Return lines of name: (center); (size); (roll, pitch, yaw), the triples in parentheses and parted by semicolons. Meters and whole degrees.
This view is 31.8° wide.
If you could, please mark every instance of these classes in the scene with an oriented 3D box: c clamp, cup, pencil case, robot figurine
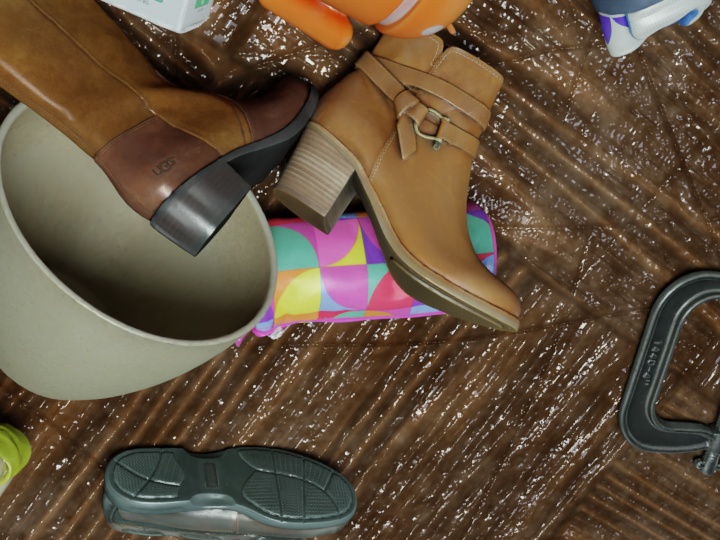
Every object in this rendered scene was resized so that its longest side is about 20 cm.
c clamp: (0.306, 0.091, 1.090); (0.168, 0.027, 0.203); (1, 116, -12)
cup: (-0.173, 0.004, 0.823); (0.198, 0.202, 0.143); (26, 128, -26)
pencil case: (0.000, 0.000, 0.919); (0.197, 0.089, 0.090); (-7, 117, -13)
robot figurine: (0.002, -0.222, 0.794); (0.198, 0.116, 0.146); (23, 83, -25)

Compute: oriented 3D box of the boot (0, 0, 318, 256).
boot: (-0.137, -0.125, 0.815); (0.199, 0.189, 0.068); (41, 140, -4)

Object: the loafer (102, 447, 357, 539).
loafer: (-0.104, 0.181, 0.991); (0.197, 0.072, 0.063); (8, 132, -13)

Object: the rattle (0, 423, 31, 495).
rattle: (-0.333, 0.168, 0.908); (0.142, 0.131, 0.200); (28, 131, -15)

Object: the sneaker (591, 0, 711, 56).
sneaker: (0.163, -0.217, 0.865); (0.197, 0.081, 0.149); (-8, 113, -19)

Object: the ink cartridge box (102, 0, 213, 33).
ink cartridge box: (-0.140, -0.260, 0.721); (0.159, 0.050, 0.202); (24, 119, 9)

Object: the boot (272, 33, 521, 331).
boot: (0.057, -0.065, 0.866); (0.199, 0.077, 0.156); (33, 78, 8)
